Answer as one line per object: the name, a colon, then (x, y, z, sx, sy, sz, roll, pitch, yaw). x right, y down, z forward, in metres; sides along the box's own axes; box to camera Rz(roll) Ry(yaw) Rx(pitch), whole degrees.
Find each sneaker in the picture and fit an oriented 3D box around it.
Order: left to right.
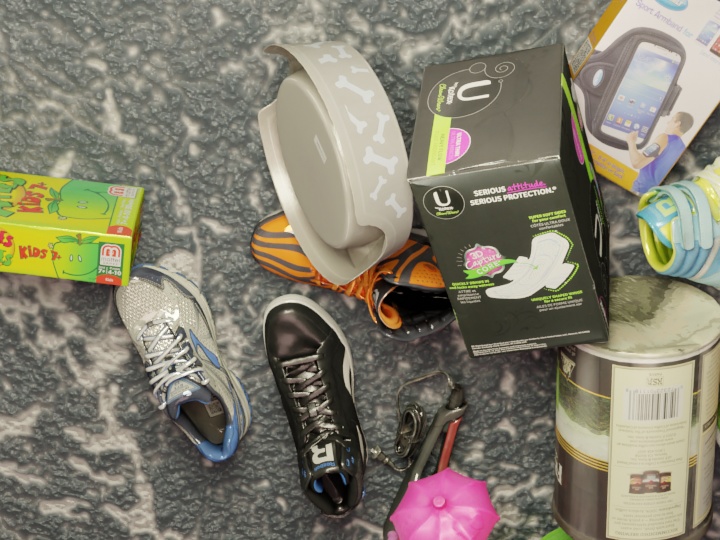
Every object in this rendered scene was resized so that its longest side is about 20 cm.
sneaker: (-0.156, 0.084, 1.539, 0.076, 0.085, 0.201, -27, 113, 12)
sneaker: (-0.034, 0.128, 1.546, 0.072, 0.112, 0.202, -16, 115, 7)
sneaker: (0.000, 0.000, 1.481, 0.197, 0.112, 0.078, 7, 117, 1)
sneaker: (0.304, -0.072, 1.449, 0.129, 0.080, 0.202, 5, 118, -28)

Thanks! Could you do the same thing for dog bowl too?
dog bowl: (-0.020, -0.092, 1.400, 0.058, 0.200, 0.202, -19, 117, -19)

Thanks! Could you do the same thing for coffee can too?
coffee can: (0.243, 0.126, 1.528, 0.144, 0.147, 0.202, -2, 116, 0)

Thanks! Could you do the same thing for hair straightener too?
hair straightener: (0.047, 0.175, 1.606, 0.076, 0.041, 0.202, 12, 121, -5)

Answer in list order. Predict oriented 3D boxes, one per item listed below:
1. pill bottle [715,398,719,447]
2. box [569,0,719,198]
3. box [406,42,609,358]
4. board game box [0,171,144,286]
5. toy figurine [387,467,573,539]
pill bottle: (0.396, 0.084, 1.508, 0.110, 0.112, 0.201, 17, 127, -9)
box: (0.245, -0.169, 1.443, 0.118, 0.042, 0.201, 28, 115, -13)
box: (0.125, -0.055, 1.404, 0.123, 0.150, 0.201, -7, 132, 15)
board game box: (-0.288, -0.040, 1.468, 0.197, 0.102, 0.048, 7, 117, -4)
toy figurine: (0.097, 0.259, 1.588, 0.184, 0.151, 0.199, 37, 140, -22)
